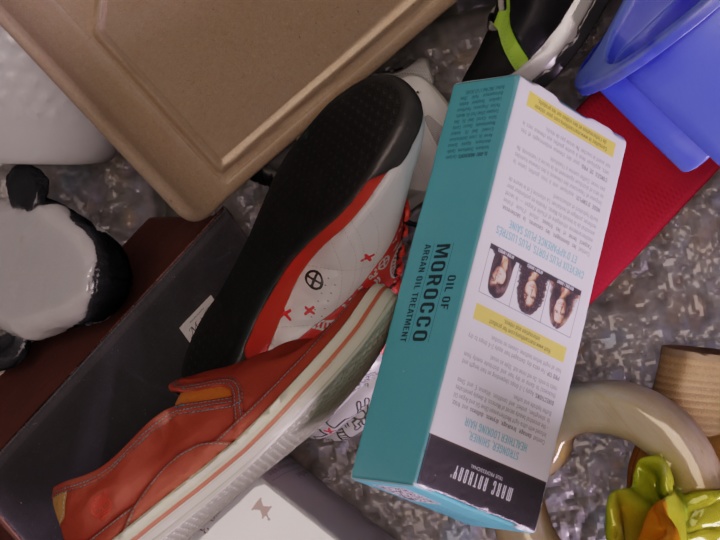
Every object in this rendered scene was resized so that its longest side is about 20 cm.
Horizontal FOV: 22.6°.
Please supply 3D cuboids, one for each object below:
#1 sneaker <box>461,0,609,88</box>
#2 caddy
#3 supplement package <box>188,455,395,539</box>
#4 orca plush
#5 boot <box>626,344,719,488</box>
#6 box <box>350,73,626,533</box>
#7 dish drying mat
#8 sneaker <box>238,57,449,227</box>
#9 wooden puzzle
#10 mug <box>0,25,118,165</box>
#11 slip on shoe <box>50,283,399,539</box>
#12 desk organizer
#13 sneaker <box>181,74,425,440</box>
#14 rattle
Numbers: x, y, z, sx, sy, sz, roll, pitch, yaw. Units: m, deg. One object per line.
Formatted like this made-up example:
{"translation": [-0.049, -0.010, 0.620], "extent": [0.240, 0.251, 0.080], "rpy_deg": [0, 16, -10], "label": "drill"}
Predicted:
{"translation": [0.095, -0.171, 0.893], "extent": [0.082, 0.072, 0.201], "rpy_deg": [32, 108, -10], "label": "sneaker"}
{"translation": [0.193, -0.139, 0.874], "extent": [0.200, 0.141, 0.105], "rpy_deg": [-43, 98, -5], "label": "caddy"}
{"translation": [-0.033, 0.181, 0.932], "extent": [0.199, 0.117, 0.117], "rpy_deg": [37, 91, 7], "label": "supplement package"}
{"translation": [-0.181, 0.008, 0.966], "extent": [0.199, 0.071, 0.106], "rpy_deg": [-18, 70, 39], "label": "orca plush"}
{"translation": [0.237, 0.120, 0.927], "extent": [0.199, 0.071, 0.146], "rpy_deg": [6, 95, 13], "label": "boot"}
{"translation": [0.063, 0.016, 0.859], "extent": [0.049, 0.082, 0.202], "rpy_deg": [-2, 68, 51], "label": "box"}
{"translation": [0.131, -0.050, 0.936], "extent": [0.077, 0.018, 0.200], "rpy_deg": [45, 77, -3], "label": "dish drying mat"}
{"translation": [0.001, -0.075, 0.960], "extent": [0.198, 0.074, 0.089], "rpy_deg": [15, 89, -3], "label": "sneaker"}
{"translation": [-0.068, -0.152, 0.877], "extent": [0.200, 0.037, 0.185], "rpy_deg": [-42, 115, 2], "label": "wooden puzzle"}
{"translation": [-0.147, -0.147, 0.953], "extent": [0.198, 0.148, 0.177], "rpy_deg": [0, 99, -18], "label": "mug"}
{"translation": [-0.063, 0.069, 0.854], "extent": [0.200, 0.074, 0.061], "rpy_deg": [-39, 77, -5], "label": "slip on shoe"}
{"translation": [-0.133, 0.060, 0.944], "extent": [0.200, 0.077, 0.072], "rpy_deg": [-49, 118, -27], "label": "desk organizer"}
{"translation": [-0.001, 0.000, 0.916], "extent": [0.202, 0.107, 0.067], "rpy_deg": [-58, 39, 17], "label": "sneaker"}
{"translation": [0.077, 0.110, 0.886], "extent": [0.199, 0.143, 0.131], "rpy_deg": [35, 130, 15], "label": "rattle"}
